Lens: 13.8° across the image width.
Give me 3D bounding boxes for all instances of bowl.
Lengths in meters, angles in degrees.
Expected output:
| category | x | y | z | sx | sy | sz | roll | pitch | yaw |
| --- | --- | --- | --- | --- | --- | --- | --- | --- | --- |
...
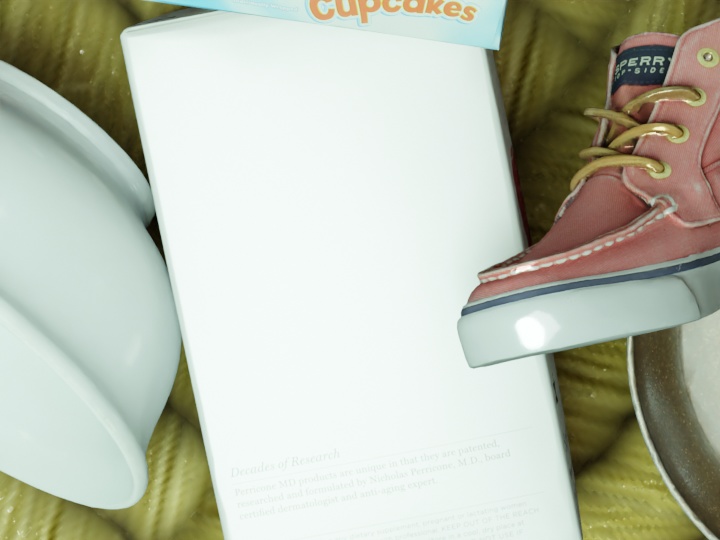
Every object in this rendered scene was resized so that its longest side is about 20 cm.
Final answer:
| category | x | y | z | sx | sy | sz | roll | pitch | yaw |
| --- | --- | --- | --- | --- | --- | --- | --- | --- | --- |
| bowl | -0.133 | -0.012 | 1.015 | 0.201 | 0.201 | 0.090 | 36 | 71 | -2 |

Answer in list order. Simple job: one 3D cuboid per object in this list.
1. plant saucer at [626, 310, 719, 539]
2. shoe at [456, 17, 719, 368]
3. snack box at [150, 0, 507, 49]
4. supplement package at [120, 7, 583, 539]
| category | x | y | z | sx | sy | sz | roll | pitch | yaw |
| --- | --- | --- | --- | --- | --- | --- | --- | --- | --- |
| plant saucer | 0.195 | 0.024 | 1.065 | 0.200 | 0.032 | 0.201 | 0 | 96 | 3 |
| shoe | 0.090 | -0.030 | 0.963 | 0.071 | 0.200 | 0.091 | -13 | 93 | 40 |
| snack box | 0.000 | -0.159 | 0.981 | 0.116 | 0.200 | 0.037 | 8 | 138 | 2 |
| supplement package | 0.000 | 0.000 | 1.026 | 0.120 | 0.121 | 0.200 | -11 | 97 | 4 |
